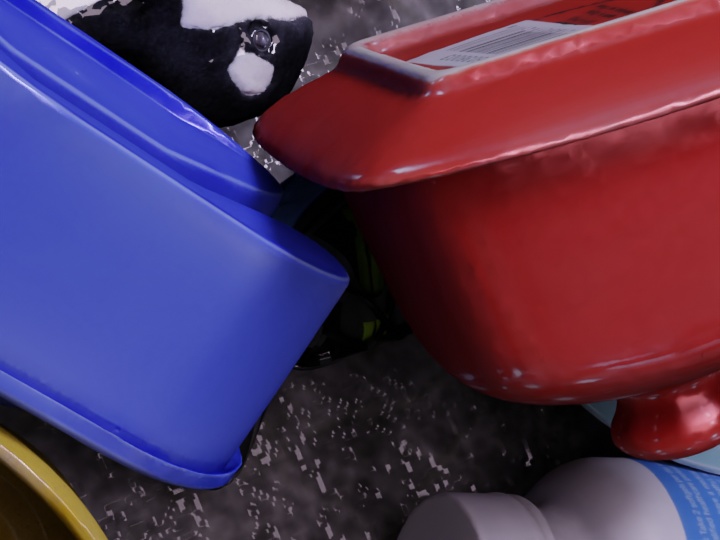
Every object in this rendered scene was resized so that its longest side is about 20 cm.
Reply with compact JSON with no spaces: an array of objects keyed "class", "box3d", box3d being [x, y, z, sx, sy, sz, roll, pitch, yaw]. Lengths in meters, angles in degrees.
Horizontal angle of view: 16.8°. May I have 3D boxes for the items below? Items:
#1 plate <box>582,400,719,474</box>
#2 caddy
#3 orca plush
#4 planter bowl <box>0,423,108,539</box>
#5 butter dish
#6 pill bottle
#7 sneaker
[{"class":"plate","box3d":[0.142,-0.028,0.851,0.199,0.026,0.201,1,75,-5]},{"class":"caddy","box3d":[-0.102,-0.011,0.715,0.200,0.141,0.105,34,99,-31]},{"class":"orca plush","box3d":[-0.110,-0.068,0.784,0.200,0.105,0.071,15,68,-36]},{"class":"planter bowl","box3d":[-0.138,0.101,0.731,0.201,0.200,0.083,50,27,-7]},{"class":"butter dish","box3d":[0.084,-0.013,0.754,0.199,0.200,0.148,-17,102,-9]},{"class":"pill bottle","box3d":[0.115,0.122,0.854,0.199,0.112,0.113,6,76,-24]},{"class":"sneaker","box3d":[0.000,0.000,0.850,0.083,0.071,0.200,41,62,-5]}]
